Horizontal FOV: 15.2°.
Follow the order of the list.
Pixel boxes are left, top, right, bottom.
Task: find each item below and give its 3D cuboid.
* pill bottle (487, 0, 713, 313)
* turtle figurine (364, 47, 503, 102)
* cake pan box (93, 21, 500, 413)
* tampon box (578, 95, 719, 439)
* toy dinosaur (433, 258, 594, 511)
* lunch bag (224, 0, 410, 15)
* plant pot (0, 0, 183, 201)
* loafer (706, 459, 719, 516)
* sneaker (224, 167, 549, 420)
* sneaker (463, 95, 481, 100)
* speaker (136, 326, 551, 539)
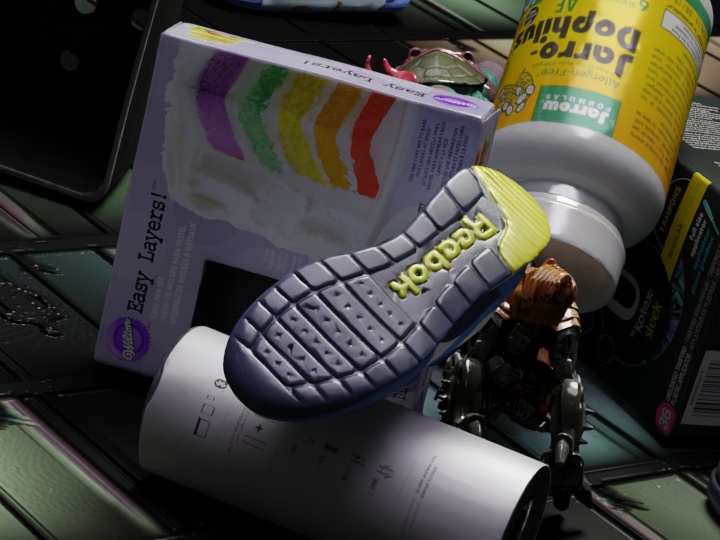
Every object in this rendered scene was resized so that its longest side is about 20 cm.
[{"bbox_3d":[0.129,-0.081,1.552,0.112,0.113,0.201,16,61,5],"label":"pill bottle"},{"bbox_3d":[0.056,-0.108,1.896,0.149,0.101,0.200,15,16,2],"label":"turtle figurine"},{"bbox_3d":[-0.038,-0.016,1.454,0.183,0.201,0.052,18,16,10],"label":"cake pan box"},{"bbox_3d":[0.206,-0.006,1.652,0.126,0.151,0.200,4,23,-31],"label":"tampon box"},{"bbox_3d":[0.078,0.047,1.447,0.102,0.136,0.200,3,-24,13],"label":"toy dinosaur"},{"bbox_3d":[-0.054,-0.269,2.252,0.199,0.076,0.160,1,23,-29],"label":"lunch bag"},{"bbox_3d":[-0.206,-0.175,1.776,0.199,0.201,0.177,18,11,11],"label":"plant pot"},{"bbox_3d":[0.254,0.139,1.441,0.072,0.063,0.200,1,25,-30],"label":"loafer"},{"bbox_3d":[0.010,0.026,1.330,0.200,0.082,0.074,-30,74,-36],"label":"sneaker"},{"bbox_3d":[0.011,-0.028,1.570,0.078,0.080,0.200,46,47,16],"label":"sneaker"},{"bbox_3d":[-0.008,0.099,1.351,0.199,0.082,0.081,21,22,17],"label":"speaker"}]
